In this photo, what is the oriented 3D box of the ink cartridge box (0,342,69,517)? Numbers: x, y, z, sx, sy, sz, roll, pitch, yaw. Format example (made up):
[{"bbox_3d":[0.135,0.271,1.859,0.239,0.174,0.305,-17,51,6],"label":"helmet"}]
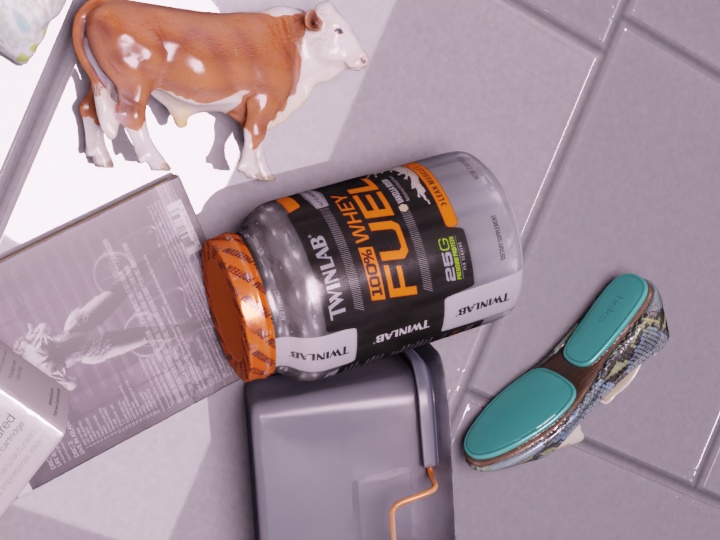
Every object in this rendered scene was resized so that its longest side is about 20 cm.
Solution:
[{"bbox_3d":[-0.300,0.084,0.742,0.199,0.084,0.147,38,92,-18],"label":"ink cartridge box"}]

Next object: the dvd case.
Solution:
[{"bbox_3d":[-0.182,0.046,0.826,0.198,0.016,0.151,-28,107,-15],"label":"dvd case"}]

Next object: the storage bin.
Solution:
[{"bbox_3d":[-0.008,0.158,0.846,0.132,0.146,0.204,-5,99,-8],"label":"storage bin"}]

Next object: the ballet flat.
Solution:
[{"bbox_3d":[0.165,0.093,0.931,0.200,0.074,0.074,-43,108,-6],"label":"ballet flat"}]

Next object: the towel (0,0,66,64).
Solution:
[{"bbox_3d":[-0.225,-0.260,0.753,0.170,0.048,0.202,35,86,-19],"label":"towel"}]

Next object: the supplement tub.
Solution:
[{"bbox_3d":[0.000,0.000,0.824,0.197,0.122,0.125,-17,103,-19],"label":"supplement tub"}]

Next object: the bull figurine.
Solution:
[{"bbox_3d":[-0.093,-0.124,0.807,0.197,0.065,0.124,3,93,-19],"label":"bull figurine"}]
